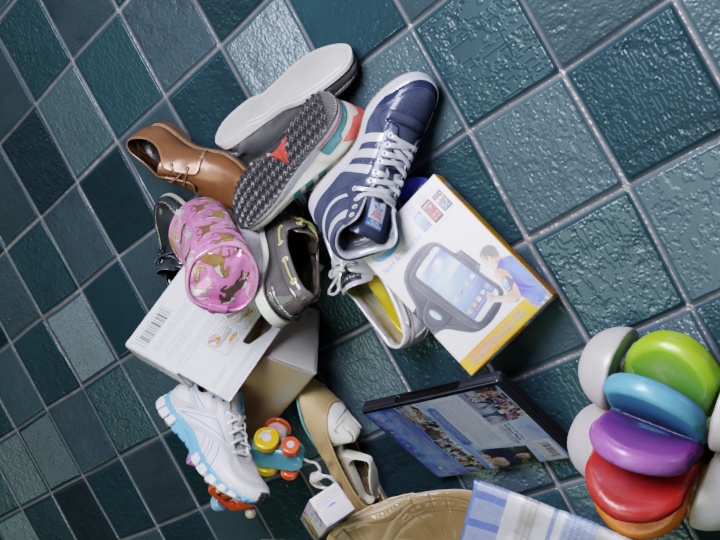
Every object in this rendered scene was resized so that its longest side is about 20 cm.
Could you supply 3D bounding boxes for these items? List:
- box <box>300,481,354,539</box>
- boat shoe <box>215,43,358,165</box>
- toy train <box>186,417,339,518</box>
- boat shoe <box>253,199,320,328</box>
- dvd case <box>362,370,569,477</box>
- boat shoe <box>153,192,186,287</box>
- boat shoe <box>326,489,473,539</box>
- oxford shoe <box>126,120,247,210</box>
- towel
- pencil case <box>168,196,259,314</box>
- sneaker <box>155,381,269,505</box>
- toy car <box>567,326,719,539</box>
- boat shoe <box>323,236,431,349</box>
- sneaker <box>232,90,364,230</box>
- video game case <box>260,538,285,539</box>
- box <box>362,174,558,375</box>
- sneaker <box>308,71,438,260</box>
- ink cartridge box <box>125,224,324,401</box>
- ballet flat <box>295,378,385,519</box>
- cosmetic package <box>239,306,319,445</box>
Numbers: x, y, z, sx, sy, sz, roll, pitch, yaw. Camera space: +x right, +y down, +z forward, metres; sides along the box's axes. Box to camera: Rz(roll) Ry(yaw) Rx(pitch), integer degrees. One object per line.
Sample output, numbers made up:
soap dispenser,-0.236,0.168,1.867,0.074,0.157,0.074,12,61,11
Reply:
box,-0.043,0.297,1.290,0.039,0.041,0.200,54,163,12
boat shoe,-0.073,-0.178,1.174,0.200,0.074,0.060,-31,128,27
toy train,-0.127,0.241,1.315,0.200,0.056,0.150,-20,131,31
boat shoe,-0.073,-0.021,1.182,0.061,0.201,0.072,-30,125,23
dvd case,0.116,0.171,1.151,0.200,0.018,0.143,-19,127,43
boat shoe,-0.233,0.000,1.377,0.074,0.066,0.200,-9,103,42
boat shoe,0.058,0.294,1.252,0.200,0.069,0.074,-16,95,14
oxford shoe,-0.208,-0.119,1.305,0.200,0.071,0.071,28,123,26
towel,0.203,0.321,1.159,0.200,0.024,0.147,19,120,17
pencil case,-0.166,-0.019,1.179,0.087,0.083,0.200,66,173,-22
sneaker,-0.158,0.185,1.220,0.087,0.075,0.200,-49,56,4
toy car,0.268,0.158,0.978,0.175,0.150,0.200,21,120,32
boat shoe,-0.002,0.003,1.175,0.075,0.086,0.202,-38,82,42
sneaker,-0.057,-0.107,1.160,0.200,0.093,0.070,-47,50,30
video game case,-0.044,0.358,1.278,0.200,0.143,0.017,0,93,11
box,0.091,-0.004,1.096,0.200,0.041,0.119,46,104,11
sneaker,0.024,-0.098,1.072,0.200,0.070,0.109,-53,33,23
ink cartridge box,-0.156,0.049,1.259,0.173,0.200,0.044,24,160,30
ballet flat,-0.017,0.217,1.302,0.063,0.069,0.200,-8,113,32
cosmetic package,-0.127,0.131,1.312,0.071,0.105,0.200,21,132,-20
